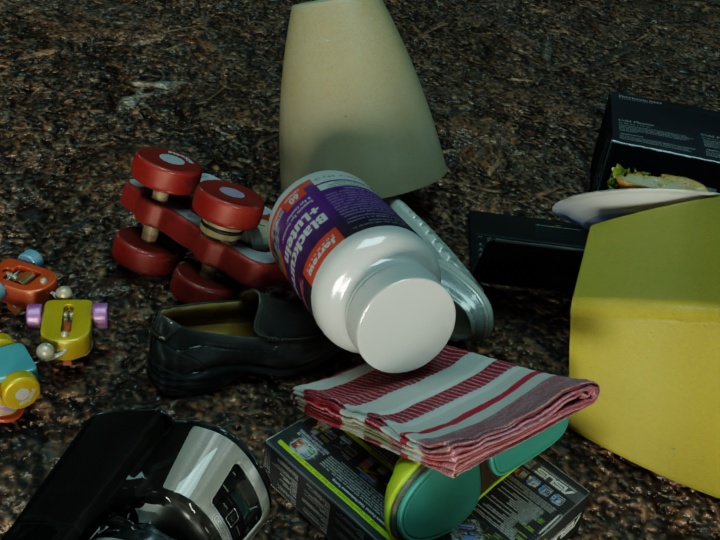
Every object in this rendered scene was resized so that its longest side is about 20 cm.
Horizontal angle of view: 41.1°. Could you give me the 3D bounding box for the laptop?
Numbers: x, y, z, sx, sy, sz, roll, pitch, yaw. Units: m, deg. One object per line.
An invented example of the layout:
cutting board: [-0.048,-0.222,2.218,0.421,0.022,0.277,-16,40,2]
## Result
laptop: [0.207,-0.035,0.988,0.176,0.104,0.200,8,36,0]

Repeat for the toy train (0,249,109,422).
toy train: [-0.303,0.060,0.820,0.150,0.056,0.200,14,33,11]

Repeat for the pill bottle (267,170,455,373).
pill bottle: [0.000,0.000,0.803,0.111,0.112,0.200,-8,28,-20]

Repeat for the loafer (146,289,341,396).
loafer: [-0.089,0.051,0.847,0.199,0.073,0.073,-14,40,-28]

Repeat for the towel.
towel: [0.055,0.091,0.715,0.144,0.023,0.200,-19,17,-33]

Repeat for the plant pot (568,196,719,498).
plant pot: [0.272,0.055,0.813,0.176,0.201,0.200,6,34,18]

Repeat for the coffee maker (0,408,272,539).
coffee maker: [-0.176,0.186,0.597,0.191,0.135,0.200,14,36,11]

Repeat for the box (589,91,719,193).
box: [0.374,-0.115,1.110,0.199,0.104,0.182,13,30,8]

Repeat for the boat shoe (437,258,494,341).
boat shoe: [0.037,0.020,0.915,0.202,0.075,0.065,29,47,34]

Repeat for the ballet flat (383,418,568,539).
ballet flat: [0.073,0.136,0.703,0.200,0.067,0.067,-24,25,-39]

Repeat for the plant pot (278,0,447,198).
plant pot: [-0.013,-0.191,1.036,0.186,0.201,0.187,-9,17,3]

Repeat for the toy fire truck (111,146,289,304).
toy fire truck: [-0.137,-0.046,0.957,0.200,0.113,0.168,29,23,26]

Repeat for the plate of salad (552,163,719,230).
plate of salad: [0.287,-0.064,0.928,0.199,0.048,0.200,4,-8,1]

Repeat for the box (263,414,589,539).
box: [0.048,0.165,0.738,0.160,0.044,0.200,-28,48,-37]

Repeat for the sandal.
sandal: [0.056,-0.024,0.989,0.050,0.082,0.203,-43,36,5]
